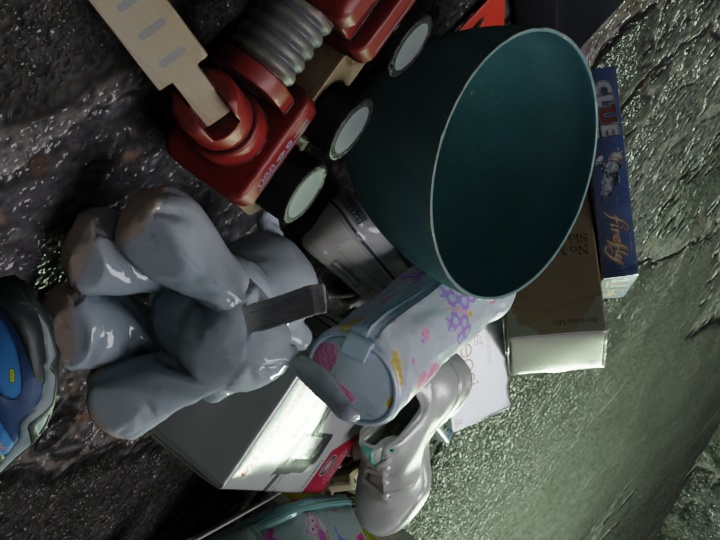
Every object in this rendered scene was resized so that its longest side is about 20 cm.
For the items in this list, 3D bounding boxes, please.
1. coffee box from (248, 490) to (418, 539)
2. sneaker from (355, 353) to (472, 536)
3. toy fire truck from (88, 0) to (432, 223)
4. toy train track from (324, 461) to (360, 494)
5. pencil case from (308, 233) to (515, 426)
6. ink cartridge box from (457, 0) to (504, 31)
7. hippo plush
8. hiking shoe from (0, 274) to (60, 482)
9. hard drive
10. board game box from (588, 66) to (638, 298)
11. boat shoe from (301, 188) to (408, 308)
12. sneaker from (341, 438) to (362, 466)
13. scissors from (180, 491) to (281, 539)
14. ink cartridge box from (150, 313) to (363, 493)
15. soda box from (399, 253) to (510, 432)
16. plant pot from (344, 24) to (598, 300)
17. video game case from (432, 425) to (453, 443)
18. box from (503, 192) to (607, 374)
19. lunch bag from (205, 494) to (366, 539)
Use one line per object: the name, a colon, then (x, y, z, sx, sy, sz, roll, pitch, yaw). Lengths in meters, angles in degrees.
coffee box: (-0.032, 0.354, 1.387, 0.200, 0.200, 0.198, -59, 157, 8)
sneaker: (0.025, 0.159, 1.211, 0.088, 0.075, 0.200, -18, 135, -51)
toy fire truck: (-0.064, -0.141, 0.790, 0.176, 0.129, 0.200, -54, 167, -2)
toy train track: (-0.002, 0.211, 1.393, 0.200, 0.115, 0.033, 3, 78, -80)
pencil case: (0.045, 0.040, 1.065, 0.200, 0.083, 0.091, -38, 164, -44)
ink cartridge box: (0.113, -0.141, 1.177, 0.109, 0.050, 0.200, -48, 157, -15)
hippo plush: (-0.093, 0.005, 0.884, 0.161, 0.200, 0.159, -54, 132, -64)
hiking shoe: (-0.240, 0.094, 0.802, 0.087, 0.074, 0.200, -15, 135, -57)
hard drive: (0.185, -0.262, 1.159, 0.135, 0.042, 0.200, -47, 156, -16)
board game box: (0.236, -0.081, 1.325, 0.135, 0.035, 0.200, 57, 29, -79)
boat shoe: (0.000, 0.000, 1.137, 0.066, 0.072, 0.200, -38, 160, -2)
sneaker: (-0.007, 0.163, 1.339, 0.082, 0.077, 0.200, -51, 157, 9)
scissors: (-0.157, 0.232, 1.119, 0.200, 0.014, 0.073, -30, 165, 15)
ink cartridge box: (-0.063, 0.106, 1.139, 0.145, 0.083, 0.200, -56, 157, 5)
soda box: (0.085, 0.040, 1.241, 0.068, 0.064, 0.200, -19, 118, -23)
plant pot: (0.066, -0.093, 1.023, 0.200, 0.135, 0.200, -24, 123, -42)
video game case: (0.102, 0.064, 1.406, 0.200, 0.022, 0.182, -67, 159, -14)
box: (0.175, -0.009, 1.286, 0.078, 0.095, 0.200, 78, 7, -59)
lunch bag: (-0.098, 0.270, 1.228, 0.200, 0.077, 0.160, -29, 167, 18)
